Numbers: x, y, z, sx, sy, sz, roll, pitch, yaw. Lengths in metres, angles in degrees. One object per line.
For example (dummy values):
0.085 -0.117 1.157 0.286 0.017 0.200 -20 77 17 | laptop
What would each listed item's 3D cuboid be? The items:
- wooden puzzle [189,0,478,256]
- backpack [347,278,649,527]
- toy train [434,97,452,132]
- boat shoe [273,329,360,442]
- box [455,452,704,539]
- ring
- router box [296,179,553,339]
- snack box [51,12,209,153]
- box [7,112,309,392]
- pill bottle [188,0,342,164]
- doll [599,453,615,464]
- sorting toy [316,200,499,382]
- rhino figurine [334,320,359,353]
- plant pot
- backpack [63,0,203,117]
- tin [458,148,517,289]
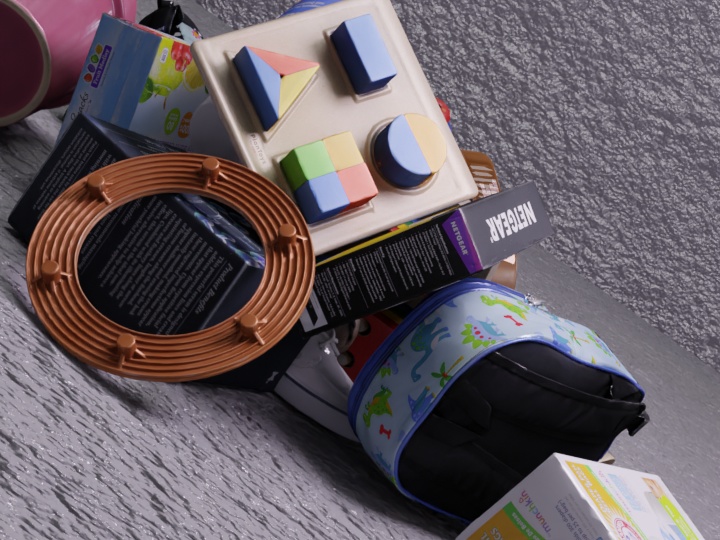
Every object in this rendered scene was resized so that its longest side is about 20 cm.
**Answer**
-0.012 -0.119 1.274 0.200 0.046 0.186 -20 81 -34 | wooden puzzle
0.090 0.098 1.276 0.200 0.183 0.147 26 18 -45 | backpack
-0.004 -0.114 1.513 0.199 0.085 0.116 15 40 -26 | toy train
-0.054 0.061 1.336 0.200 0.065 0.074 38 10 10 | boat shoe
0.177 0.216 1.224 0.200 0.101 0.113 20 31 -56 | box
-0.130 -0.010 1.141 0.200 0.200 0.019 40 -30 26 | ring
0.048 -0.011 1.245 0.051 0.149 0.200 68 22 -1 | router box
-0.183 -0.120 1.436 0.068 0.169 0.200 24 6 18 | snack box
-0.141 -0.011 1.266 0.200 0.107 0.148 41 11 25 | box
-0.054 -0.148 1.365 0.112 0.112 0.200 36 43 6 | pill bottle
0.169 0.119 1.632 0.048 0.136 0.200 -3 59 -43 | doll
0.000 0.000 1.453 0.199 0.200 0.070 36 31 16 | sorting toy
-0.078 0.008 1.417 0.200 0.088 0.060 24 11 25 | rhino figurine
-0.314 -0.219 1.475 0.200 0.200 0.179 33 26 -12 | plant pot
-0.188 -0.156 1.659 0.126 0.167 0.200 33 15 -43 | backpack
0.101 -0.027 1.542 0.042 0.112 0.200 9 45 -20 | tin
